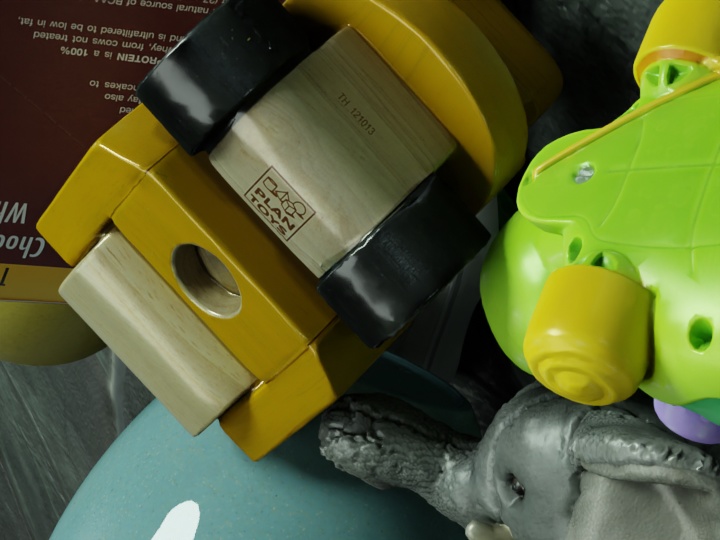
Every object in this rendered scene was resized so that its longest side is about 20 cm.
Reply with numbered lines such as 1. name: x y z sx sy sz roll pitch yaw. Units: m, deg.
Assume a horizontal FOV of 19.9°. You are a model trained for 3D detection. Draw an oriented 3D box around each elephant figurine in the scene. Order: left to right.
1. elephant figurine: 0.107 0.082 0.711 0.200 0.155 0.142 47 177 -6

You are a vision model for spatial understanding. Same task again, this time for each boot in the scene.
1. boot: 0.000 0.000 0.912 0.201 0.095 0.074 97 154 -50

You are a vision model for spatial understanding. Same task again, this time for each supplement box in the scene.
1. supplement box: -0.111 -0.103 0.832 0.133 0.196 0.201 -109 30 -48

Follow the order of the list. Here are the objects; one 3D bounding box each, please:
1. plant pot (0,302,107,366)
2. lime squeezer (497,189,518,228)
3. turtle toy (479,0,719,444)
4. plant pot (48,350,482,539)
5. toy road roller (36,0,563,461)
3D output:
1. plant pot: -0.156 -0.069 1.096 0.142 0.200 0.201 -34 82 40
2. lime squeezer: 0.113 0.027 0.814 0.200 0.038 0.071 28 106 54
3. turtle toy: 0.115 -0.006 0.631 0.199 0.146 0.101 0 144 41
4. plant pot: -0.019 0.101 0.866 0.200 0.199 0.135 32 102 49
5. toy road roller: -0.013 -0.036 0.749 0.123 0.146 0.200 47 143 -1
